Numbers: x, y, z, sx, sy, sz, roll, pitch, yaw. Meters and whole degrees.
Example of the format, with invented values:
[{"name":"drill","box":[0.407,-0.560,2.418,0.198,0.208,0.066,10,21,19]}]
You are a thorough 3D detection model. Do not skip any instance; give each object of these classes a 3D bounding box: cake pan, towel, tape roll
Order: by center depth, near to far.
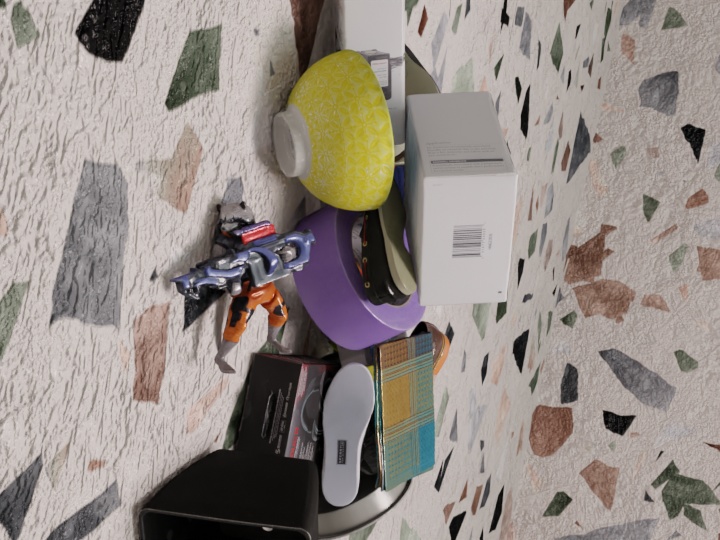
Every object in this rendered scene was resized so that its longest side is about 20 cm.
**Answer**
[{"name":"tape roll","box":[0.000,0.000,1.573,0.199,0.084,0.202,34,44,-40]},{"name":"towel","box":[0.062,0.195,1.626,0.146,0.021,0.203,-9,98,-55]},{"name":"cake pan","box":[-0.021,0.318,1.682,0.200,0.198,0.037,-49,120,-55]}]

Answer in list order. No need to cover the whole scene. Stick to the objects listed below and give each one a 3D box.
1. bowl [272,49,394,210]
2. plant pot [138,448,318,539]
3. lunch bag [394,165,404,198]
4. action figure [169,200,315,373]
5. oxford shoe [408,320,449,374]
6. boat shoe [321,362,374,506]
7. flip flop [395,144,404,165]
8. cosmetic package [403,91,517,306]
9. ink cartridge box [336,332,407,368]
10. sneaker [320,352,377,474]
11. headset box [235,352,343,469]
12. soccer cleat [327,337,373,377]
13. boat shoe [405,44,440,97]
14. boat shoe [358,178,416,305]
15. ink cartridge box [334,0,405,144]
[{"name":"bowl","box":[-0.047,-0.166,1.436,0.106,0.200,0.203,-13,121,-21]},{"name":"plant pot","box":[-0.133,0.324,1.374,0.178,0.197,0.202,-64,157,-62]},{"name":"lunch bag","box":[0.101,-0.165,1.832,0.133,0.134,0.202,-58,151,-46]},{"name":"action figure","box":[-0.152,0.016,1.345,0.198,0.104,0.197,-11,105,-40]},{"name":"oxford shoe","box":[0.063,0.168,1.703,0.073,0.071,0.202,45,62,-52]},{"name":"boat shoe","box":[-0.017,0.221,1.591,0.066,0.069,0.203,-80,173,-80]},{"name":"flip flop","box":[0.043,-0.189,1.664,0.198,0.057,0.082,-11,103,-37]},{"name":"cosmetic package","box":[0.123,-0.096,1.507,0.201,0.121,0.202,-95,-176,-52]},{"name":"ink cartridge box","box":[0.005,0.051,1.703,0.200,0.044,0.179,-4,77,-69]},{"name":"sneaker","box":[-0.009,0.217,1.699,0.088,0.073,0.201,92,-20,-49]},{"name":"headset box","box":[-0.095,0.192,1.560,0.200,0.076,0.151,18,83,-72]},{"name":"soccer cleat","box":[0.008,0.120,1.783,0.065,0.083,0.200,-58,155,-13]},{"name":"boat shoe","box":[0.069,-0.267,1.664,0.071,0.201,0.063,-35,156,10]},{"name":"boat shoe","box":[0.025,-0.051,1.503,0.073,0.063,0.204,33,42,-48]},{"name":"ink cartridge box","box":[0.011,-0.285,1.529,0.146,0.082,0.203,-103,-169,-62]}]
